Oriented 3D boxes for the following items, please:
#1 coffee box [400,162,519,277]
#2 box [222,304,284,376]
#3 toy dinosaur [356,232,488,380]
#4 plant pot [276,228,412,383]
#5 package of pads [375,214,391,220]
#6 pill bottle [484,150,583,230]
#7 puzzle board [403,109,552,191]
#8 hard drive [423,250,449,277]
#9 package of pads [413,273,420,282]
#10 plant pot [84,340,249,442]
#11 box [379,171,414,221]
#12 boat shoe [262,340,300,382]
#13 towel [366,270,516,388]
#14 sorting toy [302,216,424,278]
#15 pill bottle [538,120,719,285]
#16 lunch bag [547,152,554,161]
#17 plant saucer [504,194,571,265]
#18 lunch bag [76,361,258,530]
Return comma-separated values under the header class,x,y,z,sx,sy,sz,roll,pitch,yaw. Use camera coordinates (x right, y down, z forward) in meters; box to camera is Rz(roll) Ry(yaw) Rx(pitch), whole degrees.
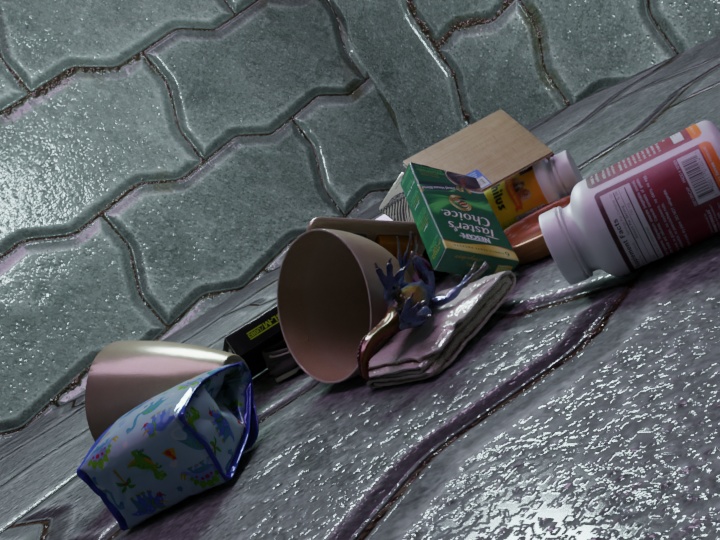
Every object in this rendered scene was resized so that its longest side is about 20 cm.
class,x,y,z,sx,sy,sz,roll,pitch,yaw
coffee box,0.138,-0.071,1.162,0.201,0.122,0.044,-105,33,-47
box,-0.146,0.113,1.387,0.192,0.048,0.200,-34,-13,-25
toy dinosaur,0.053,0.028,0.998,0.200,0.105,0.181,-46,-10,0
plant pot,-0.003,0.042,1.105,0.134,0.202,0.200,-5,-10,-41
package of pads,0.119,-0.087,1.629,0.199,0.076,0.121,-31,44,-8
pill bottle,0.268,-0.120,1.355,0.199,0.110,0.109,-26,8,24
puzzle board,0.189,-0.181,1.333,0.199,0.017,0.151,-29,46,-9
hard drive,0.054,-0.030,1.437,0.200,0.139,0.033,-1,61,62
package of pads,0.022,0.034,1.398,0.120,0.076,0.200,-32,8,-20
plant pot,-0.267,0.183,1.205,0.198,0.189,0.187,-11,14,21
box,0.123,-0.080,1.334,0.200,0.068,0.083,40,100,45
boat shoe,-0.072,0.108,1.276,0.199,0.057,0.067,-32,5,21
towel,0.094,0.070,0.994,0.132,0.035,0.200,-20,17,49
sorting toy,0.000,0.000,1.204,0.198,0.037,0.186,-2,-44,-21
pill bottle,0.297,-0.064,0.863,0.199,0.114,0.113,-26,8,21
lunch bag,0.236,-0.162,1.443,0.199,0.175,0.083,-35,43,33
plant saucer,0.280,-0.061,1.204,0.199,0.038,0.200,-30,7,4
lunch bag,-0.228,0.204,1.023,0.169,0.128,0.200,-28,17,14
